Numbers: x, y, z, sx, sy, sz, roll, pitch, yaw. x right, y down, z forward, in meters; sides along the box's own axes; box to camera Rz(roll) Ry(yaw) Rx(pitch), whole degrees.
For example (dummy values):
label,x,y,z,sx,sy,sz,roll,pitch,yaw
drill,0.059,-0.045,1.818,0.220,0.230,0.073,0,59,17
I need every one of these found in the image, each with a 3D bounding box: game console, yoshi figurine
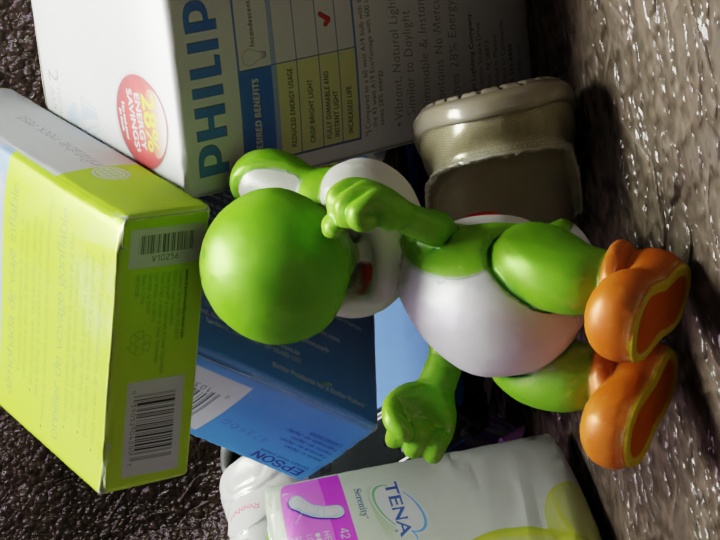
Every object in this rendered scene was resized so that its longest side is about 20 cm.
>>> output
label,x,y,z,sx,sy,sz,roll,pitch,yaw
game console,0.000,0.000,1.108,0.118,0.170,0.201,35,-148,-32
yoshi figurine,0.019,0.012,0.803,0.113,0.199,0.112,-68,-24,-3

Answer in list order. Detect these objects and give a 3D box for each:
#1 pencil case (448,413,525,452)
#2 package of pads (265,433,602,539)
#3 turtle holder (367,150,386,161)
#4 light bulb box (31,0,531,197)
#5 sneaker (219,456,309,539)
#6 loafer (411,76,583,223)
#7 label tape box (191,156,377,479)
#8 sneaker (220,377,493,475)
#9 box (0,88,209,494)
label,x,y,z,sx,sy,sz,roll,pitch,yaw
pencil case,0.058,0.177,1.153,0.085,0.084,0.201,11,117,43
package of pads,0.048,0.169,0.950,0.201,0.153,0.068,-110,14,-47
turtle holder,-0.038,-0.112,1.395,0.185,0.140,0.132,-40,-31,-53
light bulb box,-0.039,-0.152,0.927,0.124,0.199,0.200,13,113,52
sneaker,-0.013,0.197,1.196,0.200,0.078,0.100,41,-146,-27
loafer,0.065,-0.027,0.921,0.200,0.075,0.069,76,-179,-73
label tape box,-0.066,-0.015,1.023,0.066,0.143,0.201,-38,40,36
sneaker,-0.003,0.087,1.206,0.200,0.084,0.075,-40,65,37
box,-0.139,0.000,0.903,0.200,0.047,0.123,31,121,48
